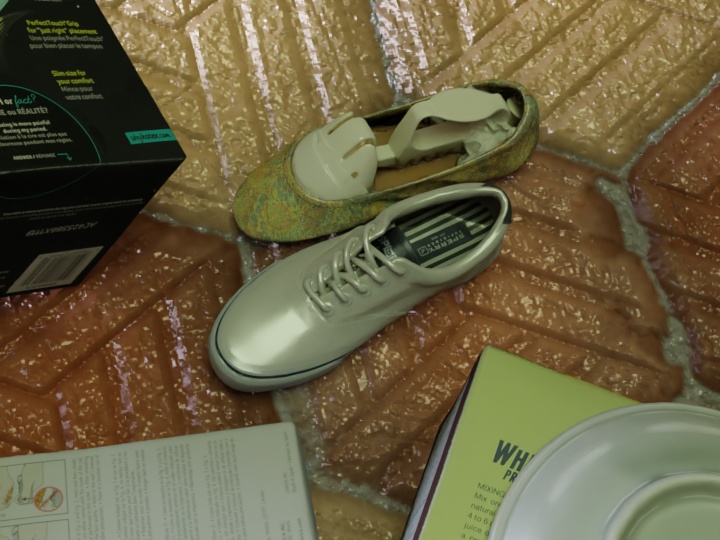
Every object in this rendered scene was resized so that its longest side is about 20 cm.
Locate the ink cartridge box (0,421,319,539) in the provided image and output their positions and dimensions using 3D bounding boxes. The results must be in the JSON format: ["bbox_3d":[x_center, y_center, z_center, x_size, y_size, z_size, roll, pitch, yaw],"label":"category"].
[{"bbox_3d":[-0.118,0.165,0.826,0.199,0.057,0.163,-9,51,-4],"label":"ink cartridge box"}]

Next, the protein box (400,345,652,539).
[{"bbox_3d":[0.113,0.181,0.826,0.198,0.135,0.201,21,66,1],"label":"protein box"}]

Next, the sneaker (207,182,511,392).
[{"bbox_3d":[0.000,0.000,0.922,0.200,0.071,0.073,-31,74,-20],"label":"sneaker"}]

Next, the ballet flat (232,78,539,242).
[{"bbox_3d":[0.017,-0.073,0.959,0.199,0.071,0.071,-16,70,-15],"label":"ballet flat"}]

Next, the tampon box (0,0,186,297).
[{"bbox_3d":[-0.222,-0.098,0.869,0.150,0.126,0.200,-10,62,-50],"label":"tampon box"}]

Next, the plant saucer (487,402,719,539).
[{"bbox_3d":[0.158,0.152,0.743,0.199,0.050,0.201,3,67,-8],"label":"plant saucer"}]
